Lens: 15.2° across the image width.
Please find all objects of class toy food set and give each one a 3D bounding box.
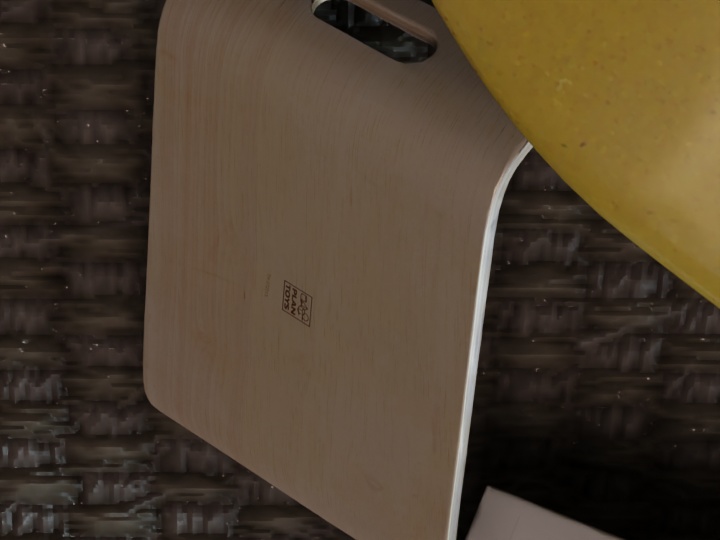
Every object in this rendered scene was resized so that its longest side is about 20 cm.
[{"bbox_3d":[0.000,0.000,0.887,0.143,0.060,0.201,31,133,32],"label":"toy food set"}]

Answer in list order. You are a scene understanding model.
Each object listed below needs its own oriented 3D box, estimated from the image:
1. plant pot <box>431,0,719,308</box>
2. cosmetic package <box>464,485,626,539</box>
[{"bbox_3d":[0.122,-0.114,0.771,0.199,0.195,0.196,28,120,-9],"label":"plant pot"},{"bbox_3d":[0.118,0.165,0.951,0.199,0.108,0.085,20,169,11],"label":"cosmetic package"}]
